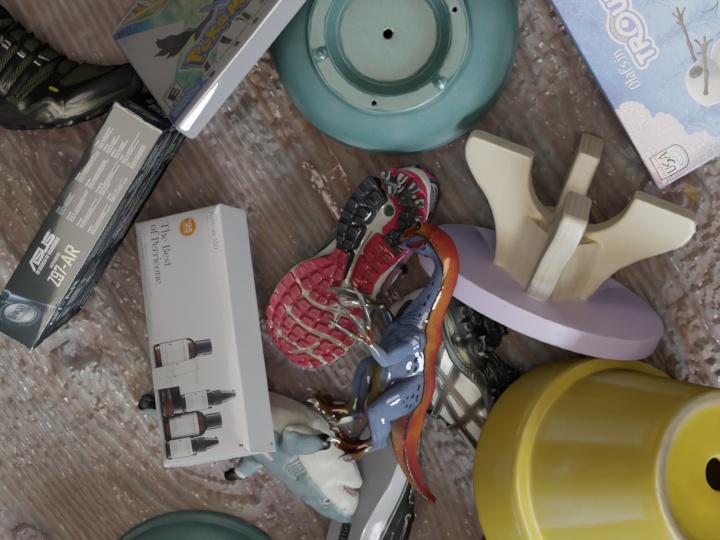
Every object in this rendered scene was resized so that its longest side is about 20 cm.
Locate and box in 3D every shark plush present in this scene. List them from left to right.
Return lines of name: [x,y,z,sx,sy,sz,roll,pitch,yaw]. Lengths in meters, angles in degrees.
shark plush: [-0.093,0.144,1.331,0.200,0.091,0.083,14,108,1]

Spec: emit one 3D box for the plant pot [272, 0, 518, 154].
plant pot: [0.024,-0.183,1.237,0.200,0.134,0.200,0,99,3]

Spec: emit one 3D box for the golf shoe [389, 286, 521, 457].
golf shoe: [0.085,0.100,1.326,0.094,0.078,0.200,-9,106,31]

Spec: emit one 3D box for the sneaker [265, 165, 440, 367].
sneaker: [0.000,0.000,1.309,0.081,0.075,0.200,44,113,9]

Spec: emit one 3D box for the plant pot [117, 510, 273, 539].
plant pot: [-0.145,0.316,1.337,0.200,0.134,0.200,0,100,3]

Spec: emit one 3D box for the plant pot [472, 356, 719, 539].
plant pot: [0.217,0.159,1.221,0.201,0.189,0.201,5,80,-28]

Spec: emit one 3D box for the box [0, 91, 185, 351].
box: [-0.208,-0.044,1.267,0.044,0.160,0.200,32,101,-2]

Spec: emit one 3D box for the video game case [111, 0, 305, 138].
video game case: [-0.101,-0.219,1.231,0.022,0.182,0.200,32,102,-37]

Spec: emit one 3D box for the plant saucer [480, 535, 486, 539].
plant saucer: [0.193,0.274,1.361,0.200,0.032,0.200,1,100,5]

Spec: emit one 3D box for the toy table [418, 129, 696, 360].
toy table: [0.157,-0.025,1.252,0.200,0.184,0.117,16,117,-7]

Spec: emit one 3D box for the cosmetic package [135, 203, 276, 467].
cosmetic package: [-0.126,0.053,1.295,0.082,0.051,0.200,-12,80,20]

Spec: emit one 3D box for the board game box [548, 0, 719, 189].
board game box: [0.272,-0.200,1.269,0.199,0.043,0.200,-30,97,9]

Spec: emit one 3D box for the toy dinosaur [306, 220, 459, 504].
toy dinosaur: [0.035,0.057,1.252,0.200,0.105,0.181,34,109,-31]

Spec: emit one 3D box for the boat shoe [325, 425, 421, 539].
boat shoe: [0.013,0.213,1.351,0.057,0.069,0.200,17,94,-35]

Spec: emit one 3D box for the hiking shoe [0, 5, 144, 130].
hiking shoe: [-0.276,-0.165,1.293,0.200,0.076,0.101,-4,103,5]
